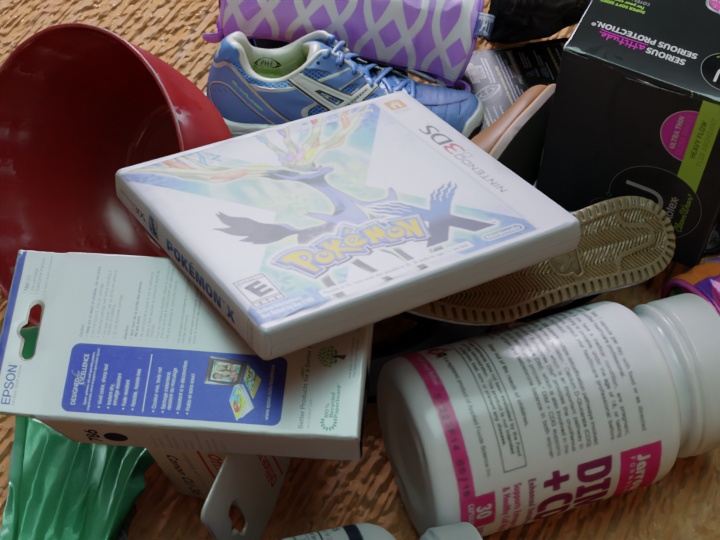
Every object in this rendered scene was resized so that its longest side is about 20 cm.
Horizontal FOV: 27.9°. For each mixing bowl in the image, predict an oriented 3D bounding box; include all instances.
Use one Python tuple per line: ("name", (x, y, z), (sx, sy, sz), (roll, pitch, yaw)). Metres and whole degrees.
("mixing bowl", (-0.152, -0.057, 0.954), (0.200, 0.201, 0.108), (39, 24, 28))

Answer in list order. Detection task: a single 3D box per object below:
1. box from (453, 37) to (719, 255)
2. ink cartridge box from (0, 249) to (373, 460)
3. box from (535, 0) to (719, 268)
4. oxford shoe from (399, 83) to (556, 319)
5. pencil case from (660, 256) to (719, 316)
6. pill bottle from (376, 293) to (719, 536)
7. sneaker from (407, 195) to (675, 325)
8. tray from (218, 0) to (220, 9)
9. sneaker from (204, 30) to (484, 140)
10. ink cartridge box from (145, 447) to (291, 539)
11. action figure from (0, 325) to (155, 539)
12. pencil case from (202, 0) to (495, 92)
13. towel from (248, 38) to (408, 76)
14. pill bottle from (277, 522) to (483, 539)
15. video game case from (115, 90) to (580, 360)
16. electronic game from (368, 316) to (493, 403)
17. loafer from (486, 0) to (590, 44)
("box", (0.163, -0.088, 1.054), (0.158, 0.044, 0.201), (-10, 50, -9))
("ink cartridge box", (-0.093, 0.044, 0.778), (0.198, 0.039, 0.100), (5, 64, 4))
("box", (0.212, -0.133, 0.965), (0.123, 0.149, 0.201), (22, 52, 14))
("oxford shoe", (0.063, -0.061, 0.948), (0.071, 0.072, 0.200), (31, 63, 29))
("pencil case", (0.294, 0.011, 0.947), (0.198, 0.089, 0.089), (-21, 52, -15))
("pill bottle", (0.119, 0.084, 0.862), (0.198, 0.114, 0.114), (-15, 51, -12))
("sneaker", (0.085, 0.000, 0.894), (0.198, 0.108, 0.071), (-7, 83, -25))
("tray", (-0.008, -0.230, 1.179), (0.198, 0.037, 0.099), (6, 50, 6))
("sneaker", (-0.010, -0.117, 0.991), (0.198, 0.078, 0.076), (1, 35, -9))
("ink cartridge box", (-0.075, 0.064, 0.856), (0.067, 0.117, 0.202), (10, 63, 16))
("action figure", (-0.168, 0.134, 0.857), (0.117, 0.055, 0.202), (5, 57, 2))
("pencil case", (-0.007, -0.184, 1.035), (0.198, 0.084, 0.086), (13, 93, -1))
("towel", (-0.031, -0.182, 1.098), (0.111, 0.049, 0.202), (-11, 67, -12))
("pill bottle", (-0.027, 0.198, 0.762), (0.198, 0.116, 0.116), (-10, 50, -9))
("video game case", (-0.010, -0.035, 0.806), (0.198, 0.022, 0.182), (-19, 39, -26))
("electronic game", (0.000, 0.000, 0.978), (0.198, 0.042, 0.202), (-3, 56, 4))
("loafer", (0.135, -0.199, 1.083), (0.072, 0.074, 0.200), (14, 8, -2))
